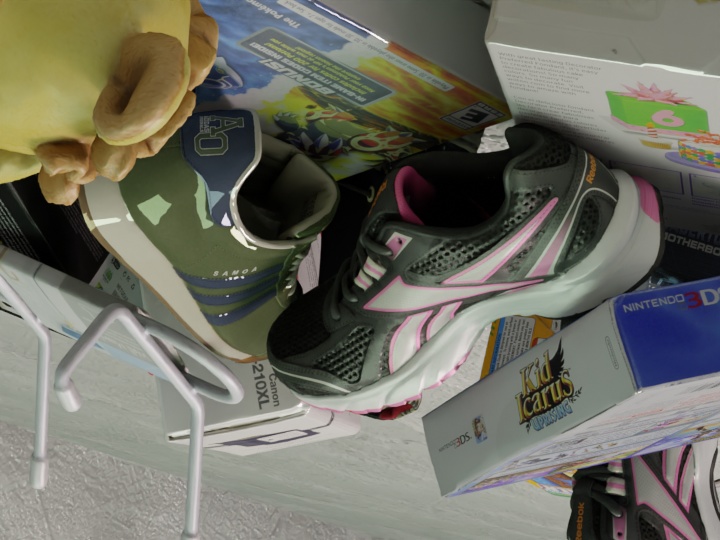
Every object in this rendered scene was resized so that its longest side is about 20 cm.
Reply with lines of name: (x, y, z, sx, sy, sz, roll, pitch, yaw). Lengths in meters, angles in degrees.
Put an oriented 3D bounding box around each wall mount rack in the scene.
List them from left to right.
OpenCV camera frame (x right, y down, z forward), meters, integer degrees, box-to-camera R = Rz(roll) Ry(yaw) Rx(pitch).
wall mount rack: (-0.143, 0.062, 0.907, 0.199, 0.075, 0.174, 21, 156, 33)

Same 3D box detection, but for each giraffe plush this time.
giraffe plush: (-0.098, -0.109, 0.548, 0.198, 0.163, 0.173, 14, 167, -2)

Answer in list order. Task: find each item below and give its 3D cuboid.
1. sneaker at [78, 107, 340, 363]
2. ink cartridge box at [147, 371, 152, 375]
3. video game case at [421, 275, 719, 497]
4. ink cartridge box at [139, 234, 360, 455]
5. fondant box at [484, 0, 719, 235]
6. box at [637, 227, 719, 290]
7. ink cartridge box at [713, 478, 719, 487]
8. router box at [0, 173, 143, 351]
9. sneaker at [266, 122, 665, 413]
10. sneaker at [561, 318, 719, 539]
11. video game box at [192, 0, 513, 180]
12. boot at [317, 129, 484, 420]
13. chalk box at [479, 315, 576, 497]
sneaker: (-0.047, -0.015, 0.817, 0.089, 0.068, 0.200, -16, 152, 16)
ink cartridge box: (-0.144, 0.024, 1.182, 0.200, 0.050, 0.109, 52, 171, 5)
video game case: (0.154, 0.045, 0.816, 0.199, 0.046, 0.181, -9, 163, -27)
ink cartridge box: (-0.063, 0.026, 1.024, 0.084, 0.146, 0.200, -12, 171, 6)
fondant box: (0.138, -0.070, 0.726, 0.143, 0.059, 0.200, 10, 168, 15)
box: (0.207, 0.012, 0.995, 0.157, 0.051, 0.200, 17, 168, 13)
ink cartridge box: (0.327, 0.080, 1.018, 0.197, 0.047, 0.199, 2, 164, -42)
router box: (-0.204, -0.044, 0.944, 0.148, 0.051, 0.200, 19, 154, 24)
sneaker: (0.028, -0.011, 0.770, 0.199, 0.081, 0.086, -30, 128, 31)
sneaker: (0.150, 0.119, 0.986, 0.086, 0.201, 0.080, -24, -176, -27)
video game box: (-0.058, -0.097, 0.774, 0.199, 0.047, 0.182, 23, 156, -37)
boot: (-0.001, -0.001, 0.943, 0.073, 0.155, 0.203, 15, 168, -14)
chalk box: (0.179, 0.098, 1.261, 0.123, 0.126, 0.200, 5, 164, 31)
